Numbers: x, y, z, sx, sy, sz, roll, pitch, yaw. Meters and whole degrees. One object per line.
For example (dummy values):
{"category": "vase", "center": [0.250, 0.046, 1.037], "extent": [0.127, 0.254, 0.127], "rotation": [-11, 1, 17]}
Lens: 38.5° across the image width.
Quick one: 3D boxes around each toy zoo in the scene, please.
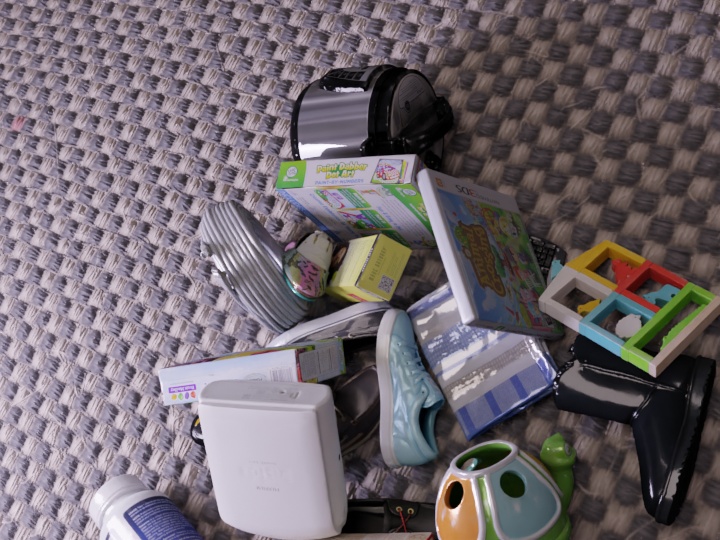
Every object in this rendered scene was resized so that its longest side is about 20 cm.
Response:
{"category": "toy zoo", "center": [0.303, 0.033, 1.210], "extent": [0.131, 0.021, 0.199], "rotation": [-37, 47, -23]}

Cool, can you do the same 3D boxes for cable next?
{"category": "cable", "center": [-0.143, -0.008, 1.407], "extent": [0.069, 0.200, 0.200], "rotation": [-35, 34, 5]}

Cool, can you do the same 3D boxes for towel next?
{"category": "towel", "center": [0.150, 0.092, 1.286], "extent": [0.146, 0.024, 0.201], "rotation": [-33, 59, 14]}

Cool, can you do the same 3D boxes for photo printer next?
{"category": "photo printer", "center": [-0.101, 0.231, 1.229], "extent": [0.164, 0.202, 0.070], "rotation": [2, 25, 18]}

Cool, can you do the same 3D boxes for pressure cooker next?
{"category": "pressure cooker", "center": [0.027, -0.185, 1.400], "extent": [0.198, 0.178, 0.178], "rotation": [0, 70, 32]}

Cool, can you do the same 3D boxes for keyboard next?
{"category": "keyboard", "center": [0.177, 0.046, 1.315], "extent": [0.126, 0.021, 0.202], "rotation": [14, 76, 32]}

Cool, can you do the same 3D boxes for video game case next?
{"category": "video game case", "center": [0.157, -0.018, 1.238], "extent": [0.022, 0.181, 0.202], "rotation": [-34, 59, 35]}

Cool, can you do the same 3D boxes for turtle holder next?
{"category": "turtle holder", "center": [0.170, 0.258, 1.138], "extent": [0.184, 0.141, 0.133], "rotation": [-18, 101, -3]}

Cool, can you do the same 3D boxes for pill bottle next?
{"category": "pill bottle", "center": [-0.277, 0.366, 1.375], "extent": [0.200, 0.111, 0.111], "rotation": [39, 90, 34]}

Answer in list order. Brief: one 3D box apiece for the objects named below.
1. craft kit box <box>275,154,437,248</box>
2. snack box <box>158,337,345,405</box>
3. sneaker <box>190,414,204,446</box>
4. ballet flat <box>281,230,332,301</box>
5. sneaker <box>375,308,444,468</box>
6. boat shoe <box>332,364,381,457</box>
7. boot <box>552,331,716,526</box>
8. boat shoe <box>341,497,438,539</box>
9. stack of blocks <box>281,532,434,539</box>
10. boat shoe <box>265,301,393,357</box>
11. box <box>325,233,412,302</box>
{"category": "craft kit box", "center": [0.022, -0.084, 1.346], "extent": [0.196, 0.200, 0.049], "rotation": [3, 70, 29]}
{"category": "snack box", "center": [-0.135, 0.128, 1.317], "extent": [0.198, 0.142, 0.054], "rotation": [-9, 88, 22]}
{"category": "sneaker", "center": [-0.160, 0.190, 1.397], "extent": [0.198, 0.090, 0.071], "rotation": [-15, 63, 23]}
{"category": "ballet flat", "center": [-0.067, -0.019, 1.390], "extent": [0.071, 0.069, 0.200], "rotation": [-52, 11, 8]}
{"category": "sneaker", "center": [0.070, 0.146, 1.302], "extent": [0.081, 0.074, 0.203], "rotation": [-8, 78, 26]}
{"category": "boat shoe", "center": [-0.038, 0.202, 1.335], "extent": [0.200, 0.073, 0.074], "rotation": [-49, 56, 2]}
{"category": "boot", "center": [0.296, 0.170, 1.161], "extent": [0.167, 0.076, 0.202], "rotation": [10, 68, 28]}
{"category": "boat shoe", "center": [0.046, 0.315, 1.251], "extent": [0.199, 0.063, 0.074], "rotation": [-5, 65, 26]}
{"category": "stack of blocks", "center": [-0.004, 0.377, 1.221], "extent": [0.198, 0.058, 0.117], "rotation": [-7, 100, 26]}
{"category": "boat shoe", "center": [-0.040, 0.105, 1.386], "extent": [0.198, 0.070, 0.067], "rotation": [-22, 59, 11]}
{"category": "box", "center": [0.000, 0.000, 1.342], "extent": [0.076, 0.050, 0.200], "rotation": [-66, 16, -10]}
